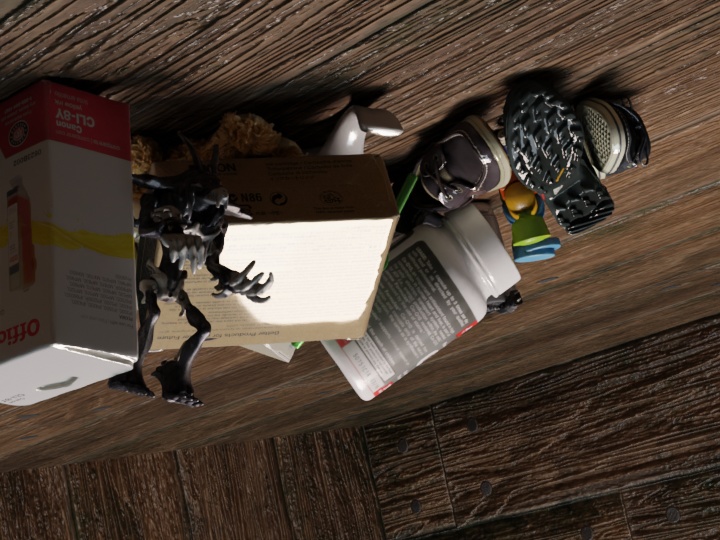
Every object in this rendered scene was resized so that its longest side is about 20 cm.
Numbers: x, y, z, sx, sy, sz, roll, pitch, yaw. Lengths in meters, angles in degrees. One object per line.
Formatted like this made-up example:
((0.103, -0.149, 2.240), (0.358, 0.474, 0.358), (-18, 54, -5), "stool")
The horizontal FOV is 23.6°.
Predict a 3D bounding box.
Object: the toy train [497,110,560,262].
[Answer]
((0.154, -0.077, 1.674), (0.084, 0.117, 0.200), (-14, 170, 7), "toy train")

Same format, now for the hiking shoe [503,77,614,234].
((0.166, -0.114, 1.573), (0.074, 0.087, 0.200), (-29, 140, 3), "hiking shoe")

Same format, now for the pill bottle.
((0.053, 0.028, 1.712), (0.199, 0.114, 0.114), (-35, 169, -1), "pill bottle")

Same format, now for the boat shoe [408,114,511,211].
((0.088, -0.091, 1.621), (0.065, 0.072, 0.200), (-33, 180, -12), "boat shoe")

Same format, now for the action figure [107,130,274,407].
((-0.123, -0.001, 1.284), (0.102, 0.202, 0.118), (7, 173, 46), "action figure")

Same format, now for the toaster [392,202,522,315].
((0.097, 0.001, 1.993), (0.113, 0.130, 0.199), (-4, 168, -40), "toaster")

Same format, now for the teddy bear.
((-0.139, -0.073, 1.453), (0.198, 0.067, 0.145), (-13, 159, 8), "teddy bear")

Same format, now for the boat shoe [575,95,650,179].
((0.242, -0.128, 1.638), (0.062, 0.075, 0.200), (-18, 174, 4), "boat shoe")

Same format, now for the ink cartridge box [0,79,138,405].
((-0.240, -0.017, 1.266), (0.144, 0.202, 0.083), (-20, 157, 39), "ink cartridge box")

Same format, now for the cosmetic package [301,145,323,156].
((-0.058, -0.052, 1.657), (0.106, 0.091, 0.200), (-11, 167, -8), "cosmetic package")

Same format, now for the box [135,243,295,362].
((-0.151, 0.022, 1.693), (0.199, 0.069, 0.082), (17, 166, 30), "box")

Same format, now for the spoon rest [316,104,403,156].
((-0.018, -0.069, 1.511), (0.099, 0.061, 0.201), (7, 133, -22), "spoon rest")

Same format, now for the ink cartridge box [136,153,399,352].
((-0.082, -0.014, 1.439), (0.198, 0.076, 0.165), (-3, 142, -17), "ink cartridge box")

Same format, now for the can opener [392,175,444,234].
((0.065, -0.072, 1.803), (0.064, 0.078, 0.200), (-56, 159, 13), "can opener")

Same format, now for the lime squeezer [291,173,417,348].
((0.000, 0.000, 1.609), (0.201, 0.038, 0.071), (-56, 176, 7), "lime squeezer")
